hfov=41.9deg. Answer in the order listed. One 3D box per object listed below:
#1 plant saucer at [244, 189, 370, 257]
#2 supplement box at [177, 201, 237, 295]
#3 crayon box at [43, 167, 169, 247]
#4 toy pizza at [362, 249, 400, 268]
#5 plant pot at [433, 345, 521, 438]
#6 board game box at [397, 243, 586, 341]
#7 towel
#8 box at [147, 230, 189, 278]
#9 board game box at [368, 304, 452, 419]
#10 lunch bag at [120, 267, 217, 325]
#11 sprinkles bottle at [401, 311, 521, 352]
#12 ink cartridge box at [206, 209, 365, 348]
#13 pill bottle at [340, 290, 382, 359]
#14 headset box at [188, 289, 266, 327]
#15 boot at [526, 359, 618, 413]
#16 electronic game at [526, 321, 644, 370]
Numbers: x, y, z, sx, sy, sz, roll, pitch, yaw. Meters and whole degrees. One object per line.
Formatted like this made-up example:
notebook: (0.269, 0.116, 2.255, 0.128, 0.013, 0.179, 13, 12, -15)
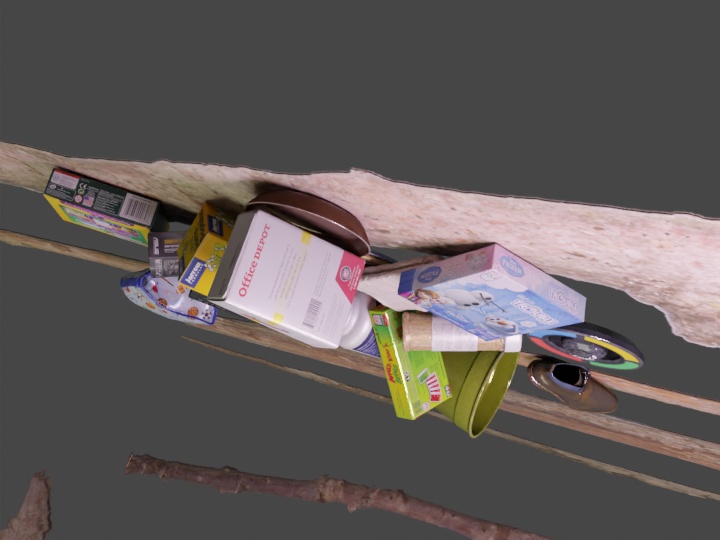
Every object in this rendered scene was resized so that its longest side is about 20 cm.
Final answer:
plant saucer: (-0.075, -0.073, 1.401, 0.198, 0.035, 0.200, 18, 166, 5)
supplement box: (-0.193, -0.009, 1.567, 0.199, 0.110, 0.109, 25, -156, -25)
crayon box: (-0.459, -0.109, 1.723, 0.198, 0.059, 0.173, 18, 168, -2)
toy pizza: (0.000, 0.000, 1.591, 0.198, 0.032, 0.200, 18, 167, 4)
plant pot: (0.174, 0.183, 1.791, 0.192, 0.202, 0.200, 25, 170, 22)
board game box: (0.192, 0.039, 1.385, 0.199, 0.044, 0.198, 27, 152, -31)
towel: (0.088, 0.024, 1.496, 0.199, 0.035, 0.132, -12, 149, 43)
box: (-0.312, -0.030, 1.737, 0.156, 0.049, 0.200, -4, 171, -12)
board game box: (0.089, 0.148, 1.657, 0.101, 0.202, 0.047, -24, -165, -36)
lunch bag: (-0.444, 0.047, 2.187, 0.198, 0.125, 0.169, 17, 170, -28)
sprinkles bottle: (0.169, 0.102, 1.575, 0.197, 0.069, 0.068, -1, 165, 4)
ink cartridge box: (-0.111, 0.014, 1.414, 0.199, 0.147, 0.083, 26, 166, -27)
pill bottle: (0.012, 0.091, 1.703, 0.199, 0.121, 0.119, 20, 168, -36)
headset box: (-0.254, 0.034, 1.937, 0.198, 0.094, 0.174, 22, 167, -11)
boot: (0.428, 0.231, 1.836, 0.198, 0.075, 0.097, 22, 169, -7)
electronic game: (0.372, 0.125, 1.565, 0.198, 0.042, 0.200, 17, 166, 4)
